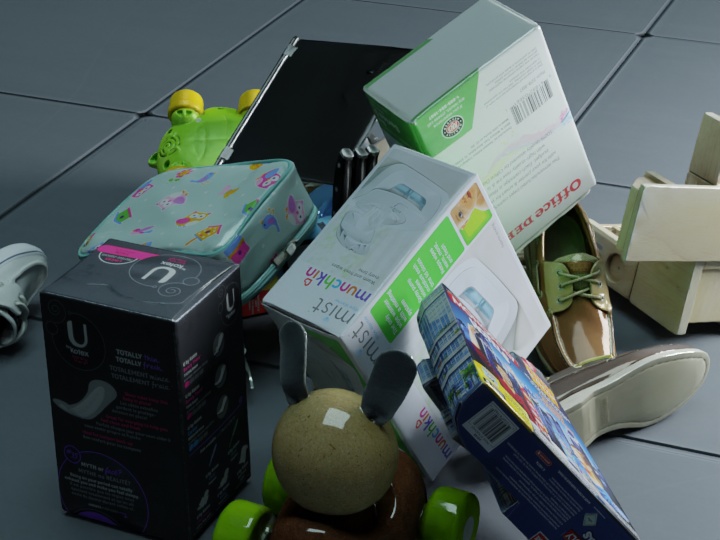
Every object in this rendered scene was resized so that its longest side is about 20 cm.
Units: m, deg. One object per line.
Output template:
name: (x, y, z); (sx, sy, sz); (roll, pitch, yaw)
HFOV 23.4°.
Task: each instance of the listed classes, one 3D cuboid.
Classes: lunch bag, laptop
lunch bag: (-0.140, -0.033, 1.571); (0.200, 0.077, 0.160); (0, 36, 38)
laptop: (-0.061, -0.126, 1.702); (0.116, 0.200, 0.187); (30, 56, -1)

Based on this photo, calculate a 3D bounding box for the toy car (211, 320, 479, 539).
toy car: (-0.010, 0.131, 1.270); (0.164, 0.200, 0.158); (12, 30, 22)

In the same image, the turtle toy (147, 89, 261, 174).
turtle toy: (-0.126, -0.111, 1.855); (0.200, 0.101, 0.146); (0, 53, 1)

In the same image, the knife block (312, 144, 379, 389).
knife block: (0.000, 0.000, 1.481); (0.200, 0.176, 0.064); (-48, 39, -4)

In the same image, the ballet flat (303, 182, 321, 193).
ballet flat: (-0.068, -0.053, 1.772); (0.200, 0.073, 0.073); (-22, 34, -31)

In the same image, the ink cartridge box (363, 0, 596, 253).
ink cartridge box: (0.109, -0.116, 1.537); (0.145, 0.200, 0.087); (-38, 42, -11)

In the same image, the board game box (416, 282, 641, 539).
board game box: (0.109, 0.112, 1.315); (0.062, 0.200, 0.200); (-39, 26, 10)

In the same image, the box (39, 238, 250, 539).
box: (-0.164, 0.092, 1.350); (0.122, 0.200, 0.106); (12, 30, 22)

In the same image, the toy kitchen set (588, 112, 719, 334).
toy kitchen set: (0.266, -0.065, 1.616); (0.163, 0.200, 0.180); (0, 24, -30)

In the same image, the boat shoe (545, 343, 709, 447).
boat shoe: (0.205, 0.102, 1.467); (0.200, 0.072, 0.060); (-22, 36, -25)

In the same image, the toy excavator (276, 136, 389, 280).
toy excavator: (0.006, -0.058, 1.637); (0.194, 0.100, 0.200); (-15, 54, 0)

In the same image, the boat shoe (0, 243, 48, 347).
boat shoe: (-0.339, 0.046, 1.602); (0.065, 0.074, 0.200); (17, 42, 22)

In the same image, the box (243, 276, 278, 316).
box: (-0.122, 0.010, 1.676); (0.200, 0.050, 0.075); (-11, 30, -21)

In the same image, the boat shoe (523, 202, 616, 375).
boat shoe: (0.188, 0.015, 1.573); (0.076, 0.074, 0.200); (-5, 52, -8)

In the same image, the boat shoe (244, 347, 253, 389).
boat shoe: (-0.131, 0.072, 1.535); (0.062, 0.075, 0.200); (-13, 18, 0)

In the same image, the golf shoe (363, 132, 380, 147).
golf shoe: (-0.008, -0.074, 1.726); (0.094, 0.078, 0.200); (-31, 75, -31)

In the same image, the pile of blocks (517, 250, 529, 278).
pile of blocks: (0.161, -0.027, 1.707); (0.062, 0.082, 0.200); (-2, 28, -4)

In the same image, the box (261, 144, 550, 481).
box: (0.040, 0.035, 1.395); (0.097, 0.200, 0.177); (22, 63, 40)
